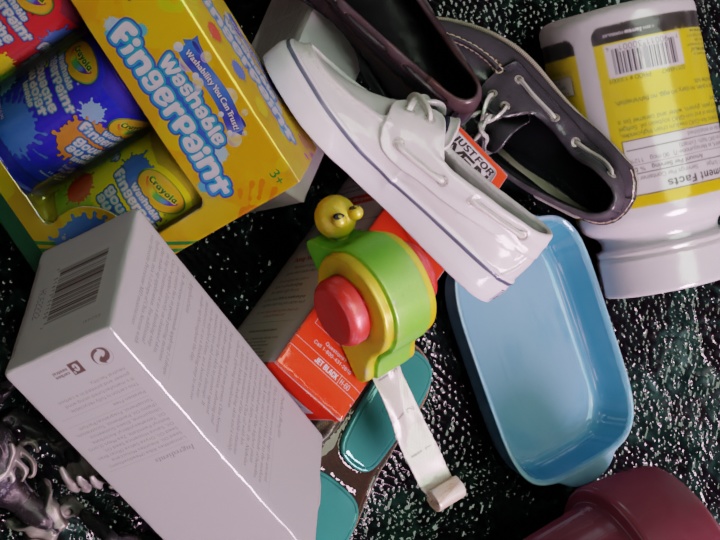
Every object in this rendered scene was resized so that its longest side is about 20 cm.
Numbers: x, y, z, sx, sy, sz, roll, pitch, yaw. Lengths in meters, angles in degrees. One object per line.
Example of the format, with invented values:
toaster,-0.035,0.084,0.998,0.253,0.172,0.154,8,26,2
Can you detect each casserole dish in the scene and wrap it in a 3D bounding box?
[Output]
casserole dish,0.122,0.056,1.062,0.121,0.039,0.201,-24,99,-29

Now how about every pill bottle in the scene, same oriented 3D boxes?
pill bottle,0.201,-0.087,1.074,0.114,0.114,0.201,-13,94,-30

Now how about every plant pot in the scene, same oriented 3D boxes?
plant pot,0.144,0.249,0.985,0.178,0.200,0.201,-16,95,-14

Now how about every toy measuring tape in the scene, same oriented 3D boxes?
toy measuring tape,0.025,0.048,0.871,0.073,0.073,0.201,-28,98,-28

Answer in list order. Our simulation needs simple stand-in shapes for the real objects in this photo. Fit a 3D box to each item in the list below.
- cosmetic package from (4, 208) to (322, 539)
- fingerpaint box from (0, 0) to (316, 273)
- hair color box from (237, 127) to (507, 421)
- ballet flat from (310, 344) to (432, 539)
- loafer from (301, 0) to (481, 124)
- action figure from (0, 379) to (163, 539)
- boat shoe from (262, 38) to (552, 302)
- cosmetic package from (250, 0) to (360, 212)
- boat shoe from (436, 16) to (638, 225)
cosmetic package,-0.102,0.076,0.838,0.200,0.071,0.102,54,24,-32
fingerpaint box,-0.148,-0.102,0.845,0.166,0.073,0.201,-28,105,16
hair color box,0.000,0.000,0.959,0.061,0.101,0.200,42,68,-19
ballet flat,-0.025,0.129,0.955,0.068,0.067,0.200,49,66,-23
loafer,0.007,-0.171,0.900,0.072,0.063,0.200,-40,99,-22
action figure,-0.183,0.139,0.845,0.200,0.102,0.119,41,79,-23
boat shoe,0.030,-0.072,0.881,0.065,0.074,0.200,-42,106,16
cosmetic package,-0.034,-0.137,0.960,0.050,0.082,0.201,29,73,-24
boat shoe,0.101,-0.102,1.005,0.200,0.063,0.073,39,108,5
